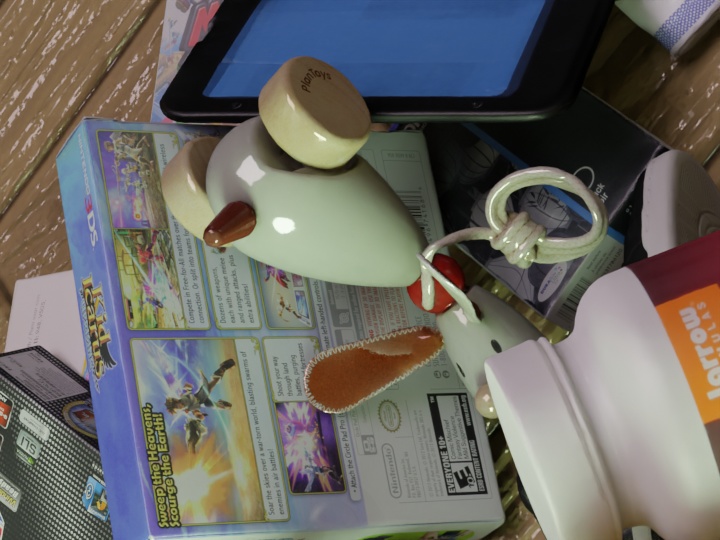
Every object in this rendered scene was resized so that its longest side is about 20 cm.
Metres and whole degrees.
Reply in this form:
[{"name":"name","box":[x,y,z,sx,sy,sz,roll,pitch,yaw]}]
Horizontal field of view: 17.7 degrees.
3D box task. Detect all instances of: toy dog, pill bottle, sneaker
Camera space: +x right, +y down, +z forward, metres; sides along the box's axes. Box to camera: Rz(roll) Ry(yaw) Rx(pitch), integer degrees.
[{"name":"toy dog","box":[0.000,0.000,1.004,0.097,0.199,0.132,-63,-3,-50]},{"name":"pill bottle","box":[0.155,0.038,0.892,0.199,0.113,0.113,-21,50,-2]},{"name":"sneaker","box":[0.113,0.051,1.011,0.111,0.073,0.201,-23,56,32]}]

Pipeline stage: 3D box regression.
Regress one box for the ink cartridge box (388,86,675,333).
[{"name":"ink cartridge box","box":[0.071,-0.057,1.134,0.100,0.039,0.200,-57,42,7]}]

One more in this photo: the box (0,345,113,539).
[{"name":"box","box":[-0.127,0.155,1.117,0.199,0.044,0.161,35,116,29]}]

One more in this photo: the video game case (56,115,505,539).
[{"name":"video game case","box":[-0.038,0.031,1.064,0.045,0.180,0.202,-41,55,53]}]

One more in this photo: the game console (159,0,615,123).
[{"name":"game console","box":[0.016,-0.157,1.067,0.198,0.116,0.178,2,95,20]}]

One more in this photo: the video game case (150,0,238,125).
[{"name":"video game case","box":[-0.060,-0.151,1.322,0.142,0.018,0.202,-15,60,40]}]

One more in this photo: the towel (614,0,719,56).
[{"name":"towel","box":[0.131,-0.217,1.096,0.200,0.024,0.147,45,104,12]}]

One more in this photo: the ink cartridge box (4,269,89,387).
[{"name":"ink cartridge box","box":[-0.104,0.044,1.193,0.199,0.117,0.068,-10,65,40]}]
